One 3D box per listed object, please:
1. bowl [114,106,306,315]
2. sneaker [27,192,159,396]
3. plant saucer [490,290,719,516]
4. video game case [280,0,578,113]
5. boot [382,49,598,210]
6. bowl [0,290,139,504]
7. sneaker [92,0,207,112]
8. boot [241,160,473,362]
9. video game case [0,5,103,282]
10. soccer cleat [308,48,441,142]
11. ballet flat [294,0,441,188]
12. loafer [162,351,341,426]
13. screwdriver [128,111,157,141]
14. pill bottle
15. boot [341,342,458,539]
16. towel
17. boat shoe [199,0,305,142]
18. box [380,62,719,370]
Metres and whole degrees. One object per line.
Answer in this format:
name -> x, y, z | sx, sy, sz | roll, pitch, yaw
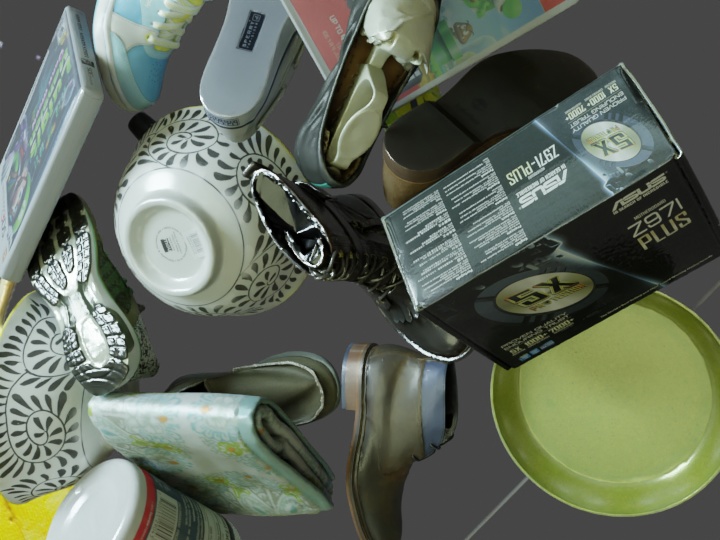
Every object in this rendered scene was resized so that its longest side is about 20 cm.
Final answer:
bowl -> -0.147, -0.035, 0.788 | 0.199, 0.094, 0.202 | 8, 114, 18
sneaker -> -0.240, 0.023, 0.817 | 0.077, 0.089, 0.201 | -28, 71, 14
plant saucer -> 0.209, 0.105, 0.740 | 0.198, 0.031, 0.202 | 4, 102, 19
video game case -> 0.047, -0.216, 0.667 | 0.199, 0.017, 0.144 | -30, 108, 5
boot -> 0.097, -0.108, 0.688 | 0.074, 0.199, 0.076 | 52, 158, 25
bowl -> -0.269, 0.121, 0.849 | 0.093, 0.201, 0.203 | 2, 102, 2
sneaker -> -0.160, -0.235, 0.783 | 0.130, 0.079, 0.202 | 12, 106, 19
boot -> 0.000, 0.000, 0.707 | 0.069, 0.174, 0.200 | -47, 74, 14
video game case -> -0.292, -0.120, 0.819 | 0.201, 0.023, 0.182 | -57, 37, 23
soccer cleat -> 0.041, -0.147, 0.735 | 0.084, 0.065, 0.200 | -41, 92, -5
ballet flat -> 0.016, -0.146, 0.641 | 0.068, 0.068, 0.201 | 16, 108, -26
loafer -> -0.112, 0.128, 0.843 | 0.199, 0.070, 0.076 | -14, 96, 23
screwdriver -> -0.144, -0.077, 0.846 | 0.200, 0.029, 0.028 | 43, 111, -2
pill bottle -> -0.180, 0.272, 0.832 | 0.119, 0.120, 0.200 | -28, 129, 23
boot -> 0.041, 0.164, 0.792 | 0.096, 0.075, 0.202 | -3, 98, 24
towel -> -0.128, 0.171, 0.812 | 0.170, 0.048, 0.200 | -4, 142, 21
boat shoe -> -0.079, -0.203, 0.748 | 0.073, 0.065, 0.201 | 24, 75, 8
box -> 0.145, -0.027, 0.649 | 0.199, 0.164, 0.087 | -32, 55, 18
